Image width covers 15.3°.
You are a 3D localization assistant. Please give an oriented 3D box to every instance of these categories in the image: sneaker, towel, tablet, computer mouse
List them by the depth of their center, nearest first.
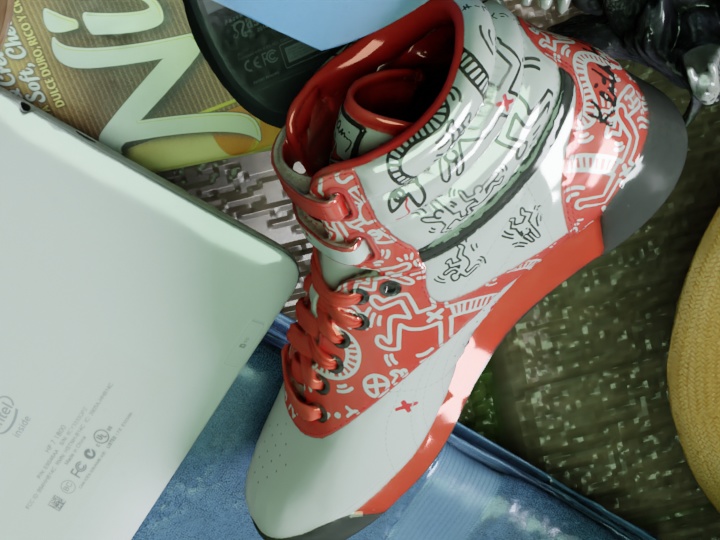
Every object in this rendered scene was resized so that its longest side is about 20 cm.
[{"bbox_3d":[-0.043,-0.136,0.815,0.059,0.034,0.200,-22,111,-18],"label":"computer mouse"},{"bbox_3d":[0.000,-0.001,0.838,0.108,0.067,0.201,26,116,-37],"label":"sneaker"},{"bbox_3d":[-0.122,0.043,0.894,0.130,0.014,0.200,29,112,-10],"label":"tablet"},{"bbox_3d":[0.003,0.098,0.957,0.200,0.049,0.112,31,104,-15],"label":"towel"}]

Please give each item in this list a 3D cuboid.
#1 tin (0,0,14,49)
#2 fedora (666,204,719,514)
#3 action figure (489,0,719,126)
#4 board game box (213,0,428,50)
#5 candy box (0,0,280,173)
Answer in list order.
[{"bbox_3d":[-0.190,-0.080,0.769,0.200,0.042,0.112,-14,105,32],"label":"tin"},{"bbox_3d":[0.194,0.012,0.927,0.200,0.082,0.201,-2,110,-4],"label":"fedora"},{"bbox_3d":[0.093,-0.113,0.830,0.119,0.102,0.200,-7,123,18],"label":"action figure"},{"bbox_3d":[-0.035,-0.163,0.763,0.200,0.039,0.158,23,104,-21],"label":"board game box"},{"bbox_3d":[-0.057,-0.097,0.879,0.199,0.055,0.116,-12,111,-2],"label":"candy box"}]
